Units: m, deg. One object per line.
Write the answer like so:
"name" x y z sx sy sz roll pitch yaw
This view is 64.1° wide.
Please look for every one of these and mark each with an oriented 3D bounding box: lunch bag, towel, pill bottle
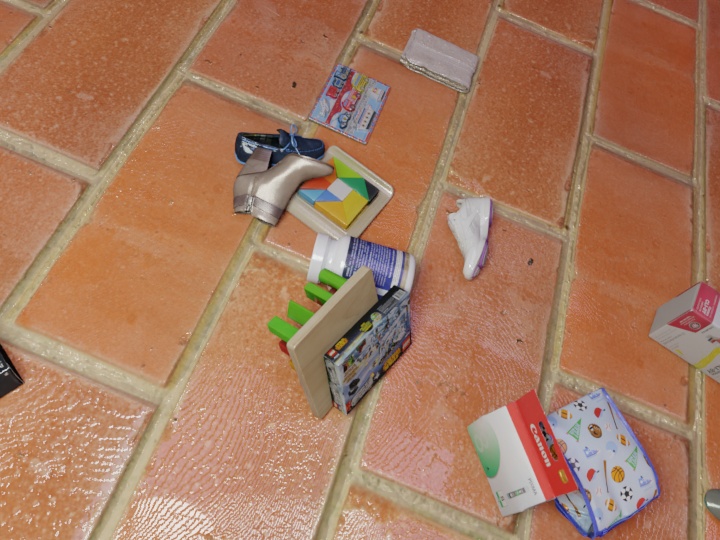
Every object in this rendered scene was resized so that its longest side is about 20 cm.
"lunch bag" 0.409 0.344 1.020 0.166 0.125 0.202 -19 60 -22
"towel" 0.208 -0.549 1.494 0.196 0.035 0.135 23 61 0
"pill bottle" 0.000 0.000 1.110 0.195 0.116 0.118 16 60 -5

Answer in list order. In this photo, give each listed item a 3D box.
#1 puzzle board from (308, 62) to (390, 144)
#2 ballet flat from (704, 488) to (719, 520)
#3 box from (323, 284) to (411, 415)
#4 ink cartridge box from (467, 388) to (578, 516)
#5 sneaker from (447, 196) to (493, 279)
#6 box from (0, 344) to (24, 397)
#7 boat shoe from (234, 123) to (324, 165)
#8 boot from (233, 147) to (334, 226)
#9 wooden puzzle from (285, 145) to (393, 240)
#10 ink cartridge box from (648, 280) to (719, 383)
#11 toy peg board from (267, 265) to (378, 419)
"puzzle board" -0.022 -0.405 1.376 0.147 0.017 0.203 22 61 0
"ballet flat" 0.742 0.467 1.064 0.197 0.064 0.068 33 60 6
"box" 0.019 0.139 1.020 0.039 0.139 0.199 25 50 32
"ink cartridge box" 0.261 0.309 0.958 0.049 0.201 0.164 -12 65 -18
"sneaker" 0.230 -0.071 1.238 0.097 0.076 0.204 7 59 13
"box" -0.661 0.170 0.891 0.198 0.079 0.141 -35 71 -27
"boat shoe" -0.169 -0.266 1.227 0.195 0.070 0.085 -10 41 -19
"boot" -0.162 -0.163 1.171 0.194 0.070 0.150 12 81 10
"wooden puzzle" -0.046 -0.163 1.231 0.183 0.037 0.201 36 61 7
"ink cartridge box" 0.733 0.136 1.188 0.198 0.146 0.084 34 61 7
"toy peg board" -0.061 0.112 1.017 0.096 0.202 0.200 25 55 33
